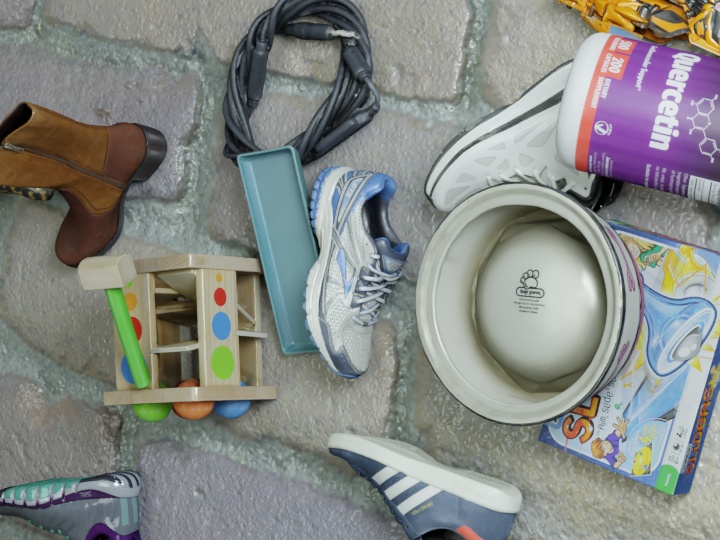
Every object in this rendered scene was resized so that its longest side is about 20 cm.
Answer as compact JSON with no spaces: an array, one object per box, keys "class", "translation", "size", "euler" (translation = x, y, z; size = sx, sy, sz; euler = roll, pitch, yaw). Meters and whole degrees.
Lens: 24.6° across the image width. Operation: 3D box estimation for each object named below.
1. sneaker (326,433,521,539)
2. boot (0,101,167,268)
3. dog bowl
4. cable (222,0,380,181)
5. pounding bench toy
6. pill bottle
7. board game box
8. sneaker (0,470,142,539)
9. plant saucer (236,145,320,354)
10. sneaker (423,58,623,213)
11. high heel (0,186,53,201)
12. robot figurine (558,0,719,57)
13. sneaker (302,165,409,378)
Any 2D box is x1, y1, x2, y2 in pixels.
[{"class":"sneaker","translation":[0.046,0.207,1.491],"size":[0.200,0.075,0.085],"euler":[19,94,35]},{"class":"boot","translation":[-0.313,-0.081,1.687],"size":[0.188,0.200,0.069],"euler":[-46,64,25]},{"class":"dog bowl","translation":[0.147,0.028,1.381],"size":[0.200,0.074,0.201],"euler":[-1,89,37]},{"class":"cable","translation":[-0.072,-0.178,1.608],"size":[0.200,0.051,0.163],"euler":[-33,71,32]},{"class":"pounding bench toy","translation":[-0.190,0.067,1.591],"size":[0.124,0.200,0.156],"euler":[-6,84,35]},{"class":"pill bottle","translation":[0.262,-0.115,1.307],"size":[0.200,0.112,0.113],"euler":[15,97,15]},{"class":"board game box","translation":[0.237,0.070,1.383],"size":[0.135,0.034,0.200],"euler":[19,99,35]},{"class":"sneaker","translation":[-0.315,0.265,1.754],"size":[0.200,0.074,0.088],"euler":[-11,87,34]},{"class":"plant saucer","translation":[-0.065,-0.019,1.586],"size":[0.070,0.019,0.200],"euler":[-7,99,36]},{"class":"sneaker","translation":[0.149,-0.084,1.428],"size":[0.200,0.076,0.116],"euler":[-37,66,26]},{"class":"high heel","translation":[-0.414,-0.074,1.848],"size":[0.200,0.071,0.143],"euler":[29,111,36]},{"class":"robot figurine","translation":[0.259,-0.233,1.366],"size":[0.200,0.058,0.145],"euler":[31,107,33]},{"class":"sneaker","translation":[0.000,0.000,1.536],"size":[0.085,0.077,0.201],"euler":[-3,86,32]}]
